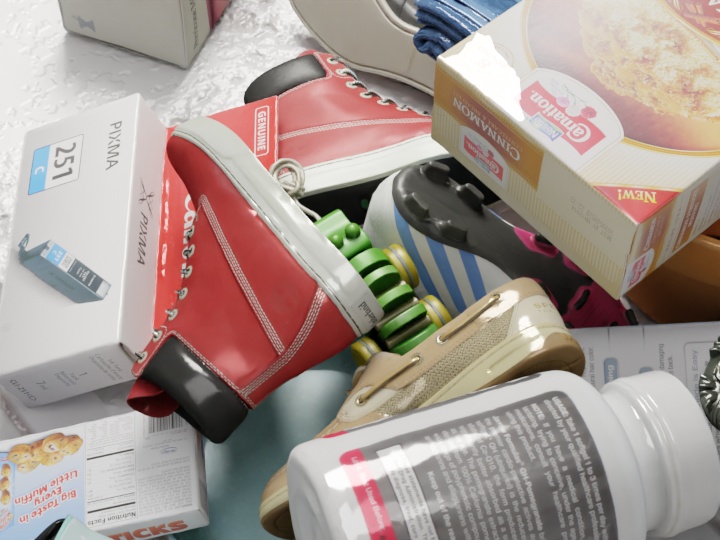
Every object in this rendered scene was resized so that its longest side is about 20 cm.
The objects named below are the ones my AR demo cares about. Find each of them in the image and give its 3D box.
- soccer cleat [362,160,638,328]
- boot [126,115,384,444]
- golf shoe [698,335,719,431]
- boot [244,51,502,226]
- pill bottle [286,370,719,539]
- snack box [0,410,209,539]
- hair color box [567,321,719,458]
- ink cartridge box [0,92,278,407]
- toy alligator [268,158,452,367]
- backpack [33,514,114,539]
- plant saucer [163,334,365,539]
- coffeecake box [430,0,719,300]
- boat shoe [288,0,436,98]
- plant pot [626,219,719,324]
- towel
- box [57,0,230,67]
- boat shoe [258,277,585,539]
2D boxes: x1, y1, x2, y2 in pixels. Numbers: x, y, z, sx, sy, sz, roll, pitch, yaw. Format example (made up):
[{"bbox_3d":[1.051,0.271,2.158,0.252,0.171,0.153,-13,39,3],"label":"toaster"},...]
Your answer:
[{"bbox_3d":[0.088,0.010,0.914,0.200,0.086,0.070,38,52,-3],"label":"soccer cleat"},{"bbox_3d":[-0.096,0.004,0.830,0.144,0.073,0.200,-38,51,-4],"label":"boot"},{"bbox_3d":[0.253,0.053,0.753,0.199,0.089,0.077,-25,37,-32],"label":"golf shoe"},{"bbox_3d":[0.023,-0.105,0.981,0.199,0.073,0.145,-10,54,-3],"label":"boot"},{"bbox_3d":[0.072,0.114,0.711,0.199,0.111,0.111,-15,56,-15],"label":"pill bottle"},{"bbox_3d":[-0.186,0.129,0.822,0.199,0.024,0.072,-13,55,6],"label":"snack box"},{"bbox_3d":[0.174,0.081,0.837,0.199,0.061,0.100,-3,87,-3],"label":"hair color box"},{"bbox_3d":[-0.140,-0.026,0.911,0.175,0.045,0.201,-15,53,17],"label":"ink cartridge box"},{"bbox_3d":[0.000,0.000,0.858,0.059,0.054,0.200,-30,71,-14],"label":"toy alligator"},{"bbox_3d":[-0.144,0.228,0.689,0.152,0.176,0.201,21,56,-6],"label":"backpack"},{"bbox_3d":[-0.025,0.116,0.851,0.199,0.036,0.201,1,55,-1],"label":"plant saucer"},{"bbox_3d":[0.163,-0.103,0.815,0.200,0.073,0.153,-36,63,-22],"label":"coffeecake box"},{"bbox_3d":[0.035,-0.171,1.046,0.199,0.067,0.057,32,31,17],"label":"boat shoe"},{"bbox_3d":[0.235,-0.048,0.905,0.199,0.140,0.201,0,54,0],"label":"plant pot"},{"bbox_3d":[0.131,-0.157,0.985,0.112,0.049,0.199,42,34,24],"label":"towel"},{"bbox_3d":[-0.138,-0.273,1.071,0.108,0.128,0.201,19,57,12],"label":"box"},{"bbox_3d":[0.027,0.079,0.790,0.199,0.071,0.065,-32,53,7],"label":"boat shoe"}]
